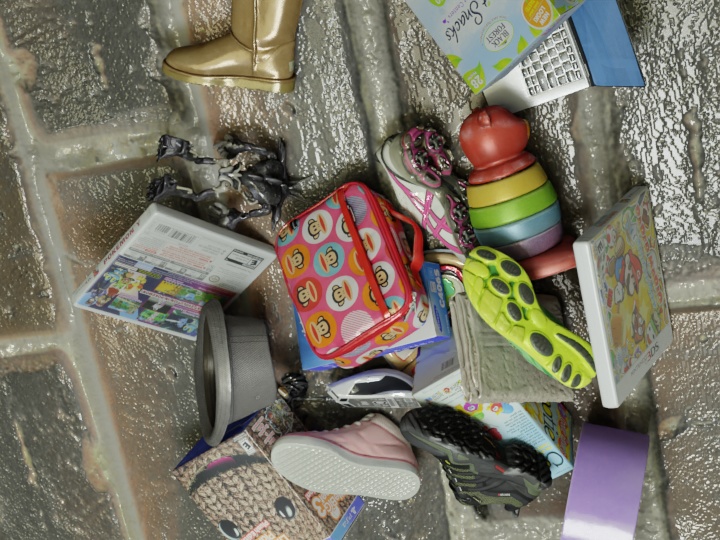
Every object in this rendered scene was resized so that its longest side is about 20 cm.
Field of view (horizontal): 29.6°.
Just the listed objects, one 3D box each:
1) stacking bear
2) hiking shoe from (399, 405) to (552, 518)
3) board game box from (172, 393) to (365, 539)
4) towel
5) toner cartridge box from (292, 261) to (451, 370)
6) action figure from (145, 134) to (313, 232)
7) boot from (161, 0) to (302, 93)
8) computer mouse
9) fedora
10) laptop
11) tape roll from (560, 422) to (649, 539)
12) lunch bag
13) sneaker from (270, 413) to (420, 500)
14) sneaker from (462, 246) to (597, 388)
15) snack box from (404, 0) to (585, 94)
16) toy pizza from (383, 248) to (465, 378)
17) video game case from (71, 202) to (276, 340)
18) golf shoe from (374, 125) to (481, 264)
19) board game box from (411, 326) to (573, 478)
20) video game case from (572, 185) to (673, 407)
[{"bbox_3d":[0.175,-0.095,1.585,0.113,0.121,0.202,-19,100,6],"label":"stacking bear"},{"bbox_3d":[0.125,0.237,1.619,0.199,0.076,0.101,27,119,-10],"label":"hiking shoe"},{"bbox_3d":[-0.123,0.292,1.822,0.159,0.097,0.200,-33,99,35],"label":"board game box"},{"bbox_3d":[0.179,0.091,1.600,0.034,0.199,0.134,-19,72,42],"label":"towel"},{"bbox_3d":[0.012,0.059,1.699,0.199,0.043,0.096,-17,77,30],"label":"toner cartridge box"},{"bbox_3d":[-0.162,-0.114,1.684,0.199,0.102,0.120,10,86,-29],"label":"action figure"},{"bbox_3d":[-0.147,-0.322,1.620,0.173,0.066,0.202,6,114,0],"label":"boot"},{"bbox_3d":[-0.007,0.150,1.758,0.198,0.110,0.044,-1,71,9],"label":"computer mouse"},{"bbox_3d":[-0.156,0.127,1.742,0.089,0.178,0.201,-4,142,-15],"label":"fedora"},{"bbox_3d":[0.197,-0.271,1.510,0.199,0.116,0.189,-17,105,21],"label":"laptop"},{"bbox_3d":[0.295,0.292,1.660,0.084,0.200,0.202,11,114,11],"label":"tape roll"},{"bbox_3d":[0.000,0.000,1.645,0.175,0.082,0.201,-32,62,18],"label":"lunch bag"},{"bbox_3d":[-0.021,0.232,1.769,0.198,0.105,0.076,13,123,-12],"label":"sneaker"},{"bbox_3d":[0.183,0.059,1.544,0.074,0.084,0.200,-44,98,-11],"label":"sneaker"},{"bbox_3d":[0.128,-0.322,1.485,0.200,0.068,0.169,52,142,2],"label":"snack box"},{"bbox_3d":[0.108,0.071,1.718,0.198,0.032,0.202,6,112,14],"label":"toy pizza"},{"bbox_3d":[-0.235,0.006,1.726,0.199,0.023,0.182,20,126,-43],"label":"video game case"},{"bbox_3d":[0.095,-0.083,1.649,0.092,0.073,0.201,-14,113,52],"label":"golf shoe"},{"bbox_3d":[0.166,0.167,1.677,0.104,0.103,0.200,-31,114,24],"label":"board game box"},{"bbox_3d":[0.305,0.027,1.563,0.023,0.182,0.202,-1,112,35],"label":"video game case"}]
